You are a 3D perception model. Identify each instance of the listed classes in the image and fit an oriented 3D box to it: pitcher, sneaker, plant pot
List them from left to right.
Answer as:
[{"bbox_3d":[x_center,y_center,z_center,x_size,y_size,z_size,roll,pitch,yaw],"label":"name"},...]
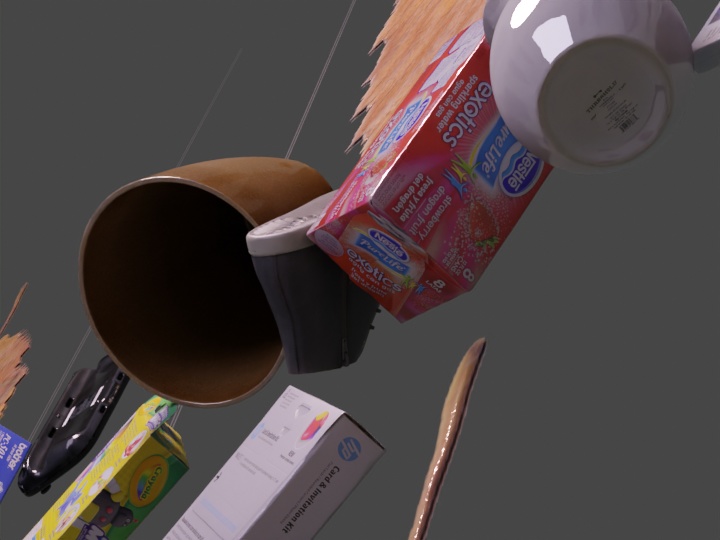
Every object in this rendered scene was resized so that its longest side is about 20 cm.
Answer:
[{"bbox_3d":[-0.095,-0.014,1.633,0.186,0.187,0.200,-40,-1,32],"label":"plant pot"},{"bbox_3d":[0.000,0.000,1.454,0.074,0.107,0.199,1,17,44],"label":"sneaker"},{"bbox_3d":[0.152,-0.155,1.239,0.172,0.121,0.200,-49,17,19],"label":"pitcher"}]

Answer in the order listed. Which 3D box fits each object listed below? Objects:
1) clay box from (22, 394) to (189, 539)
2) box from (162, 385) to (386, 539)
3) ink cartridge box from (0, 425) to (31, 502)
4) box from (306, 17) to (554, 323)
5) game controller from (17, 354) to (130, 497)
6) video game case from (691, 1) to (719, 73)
[{"bbox_3d":[-0.203,0.186,1.630,0.200,0.048,0.115,-47,12,1],"label":"clay box"},{"bbox_3d":[-0.079,0.167,1.276,0.200,0.041,0.156,-51,13,-7],"label":"box"},{"bbox_3d":[-0.403,0.247,2.067,0.200,0.044,0.094,-49,13,45],"label":"ink cartridge box"},{"bbox_3d":[0.066,-0.075,1.377,0.201,0.095,0.100,-55,14,-28],"label":"box"},{"bbox_3d":[-0.282,0.150,2.058,0.104,0.042,0.200,-26,22,25],"label":"game controller"},{"bbox_3d":[0.284,-0.212,1.226,0.201,0.018,0.143,-55,14,-26],"label":"video game case"}]
